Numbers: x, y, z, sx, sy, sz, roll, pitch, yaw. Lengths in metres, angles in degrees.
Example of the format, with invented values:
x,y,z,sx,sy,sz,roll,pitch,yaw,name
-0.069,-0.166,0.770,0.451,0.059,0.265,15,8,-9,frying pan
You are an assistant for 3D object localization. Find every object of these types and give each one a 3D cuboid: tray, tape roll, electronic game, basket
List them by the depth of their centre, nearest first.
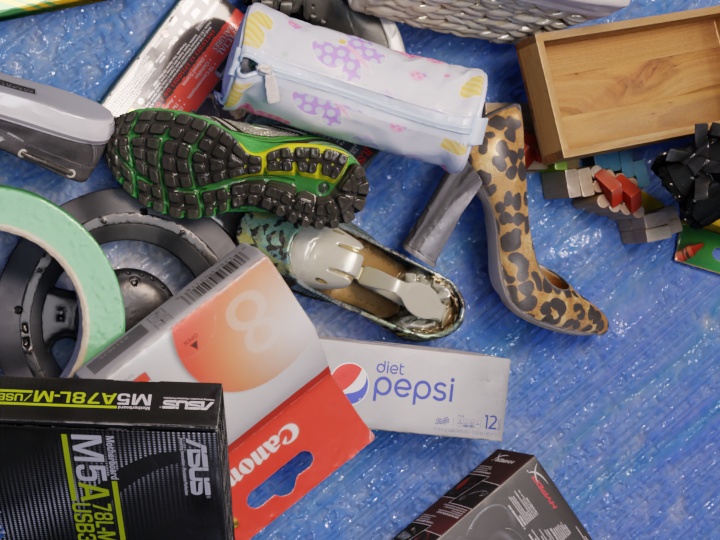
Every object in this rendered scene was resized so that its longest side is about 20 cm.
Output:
x,y,z,sx,sy,sz,roll,pitch,yaw,name
-0.271,0.038,1.578,0.200,0.048,0.201,-1,96,-11,tape roll
-0.175,0.038,1.646,0.200,0.042,0.200,0,92,-14,electronic game
0.090,-0.255,1.670,0.200,0.123,0.136,6,71,-40,basket
0.224,-0.150,1.747,0.200,0.037,0.099,-12,87,-29,tray

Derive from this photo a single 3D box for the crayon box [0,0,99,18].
x,y,z,sx,sy,sz,roll,pitch,yaw,name
-0.233,-0.256,1.612,0.200,0.051,0.127,-15,95,-21,crayon box

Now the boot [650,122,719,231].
x,y,z,sx,sy,sz,roll,pitch,yaw,name
0.330,-0.089,1.755,0.162,0.198,0.073,-35,67,14,boot

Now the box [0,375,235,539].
x,y,z,sx,sy,sz,roll,pitch,yaw,name
-0.187,0.152,1.541,0.193,0.200,0.048,4,48,3,box

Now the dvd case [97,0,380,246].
x,y,z,sx,sy,sz,roll,pitch,yaw,name
-0.093,-0.108,1.690,0.200,0.022,0.146,39,77,-16,dvd case

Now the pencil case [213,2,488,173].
x,y,z,sx,sy,sz,roll,pitch,yaw,name
-0.005,-0.135,1.631,0.200,0.091,0.083,16,86,-8,pencil case

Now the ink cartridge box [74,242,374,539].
x,y,z,sx,sy,sz,roll,pitch,yaw,name
-0.090,0.105,1.598,0.162,0.050,0.200,-38,114,-11,ink cartridge box

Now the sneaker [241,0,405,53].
x,y,z,sx,sy,sz,roll,pitch,yaw,name
-0.034,-0.195,1.692,0.099,0.071,0.200,-25,96,-15,sneaker

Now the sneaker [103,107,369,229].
x,y,z,sx,sy,sz,roll,pitch,yaw,name
-0.095,-0.077,1.644,0.200,0.085,0.078,13,103,-7,sneaker

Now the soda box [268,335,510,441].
x,y,z,sx,sy,sz,roll,pitch,yaw,name
0.014,0.090,1.708,0.200,0.063,0.068,6,89,-21,soda box

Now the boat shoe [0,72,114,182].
x,y,z,sx,sy,sz,roll,pitch,yaw,name
-0.281,-0.113,1.596,0.200,0.070,0.066,15,110,-14,boat shoe

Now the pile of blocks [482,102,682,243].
x,y,z,sx,sy,sz,roll,pitch,yaw,name
0.189,-0.084,1.778,0.200,0.062,0.082,25,81,-20,pile of blocks

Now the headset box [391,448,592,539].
x,y,z,sx,sy,sz,roll,pitch,yaw,name
0.090,0.261,1.732,0.200,0.075,0.149,-39,103,-17,headset box

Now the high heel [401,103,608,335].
x,y,z,sx,sy,sz,roll,pitch,yaw,name
0.147,-0.036,1.735,0.200,0.071,0.143,28,98,-24,high heel

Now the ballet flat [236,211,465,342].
x,y,z,sx,sy,sz,roll,pitch,yaw,name
0.000,0.000,1.687,0.200,0.074,0.074,22,82,-28,ballet flat

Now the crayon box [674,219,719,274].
x,y,z,sx,sy,sz,roll,pitch,yaw,name
0.348,-0.089,1.846,0.127,0.051,0.200,15,85,-21,crayon box
